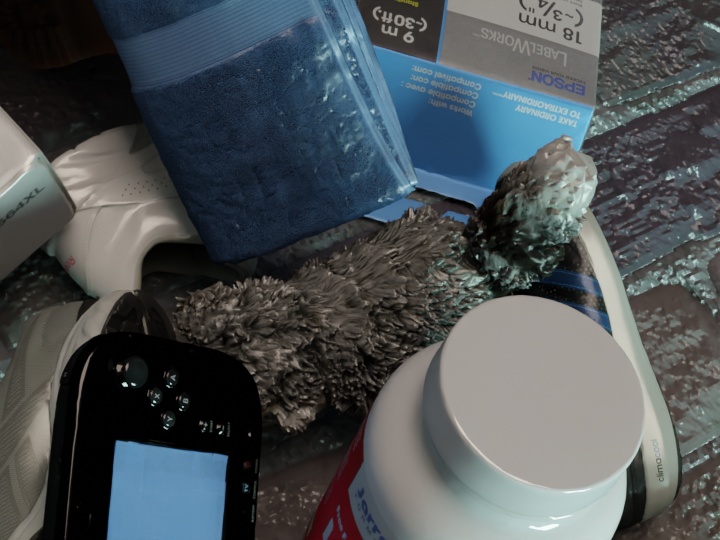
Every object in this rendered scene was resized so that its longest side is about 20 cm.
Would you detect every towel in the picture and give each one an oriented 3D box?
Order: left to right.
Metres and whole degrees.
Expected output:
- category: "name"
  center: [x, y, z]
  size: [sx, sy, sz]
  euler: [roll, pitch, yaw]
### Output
- category: "towel"
  center: [-0.054, -0.104, 0.747]
  size: [0.110, 0.202, 0.049]
  euler: [-22, 24, 0]

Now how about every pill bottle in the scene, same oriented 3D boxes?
- category: "pill bottle"
  center: [0.044, 0.100, 0.701]
  size: [0.111, 0.201, 0.113]
  euler: [8, 54, -12]

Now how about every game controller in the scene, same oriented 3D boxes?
- category: "game controller"
  center: [-0.087, 0.129, 0.687]
  size: [0.103, 0.042, 0.203]
  euler: [12, 76, -36]

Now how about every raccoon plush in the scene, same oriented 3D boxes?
- category: "raccoon plush"
  center: [0.000, 0.000, 0.764]
  size: [0.133, 0.201, 0.097]
  euler: [1, 41, -41]

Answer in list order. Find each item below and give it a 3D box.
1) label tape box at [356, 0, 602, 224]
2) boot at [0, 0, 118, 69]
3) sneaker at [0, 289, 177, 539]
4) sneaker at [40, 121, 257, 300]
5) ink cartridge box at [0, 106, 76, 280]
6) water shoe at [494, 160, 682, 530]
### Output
- category: "label tape box"
  center: [0.060, -0.116, 0.936]
  size: [0.142, 0.064, 0.202]
  euler: [15, 54, -8]
- category: "boot"
  center: [-0.095, -0.151, 0.854]
  size: [0.198, 0.076, 0.107]
  euler: [9, 29, 42]
- category: "sneaker"
  center: [-0.141, 0.104, 0.729]
  size: [0.078, 0.074, 0.202]
  euler: [-2, 59, 32]
- category: "sneaker"
  center: [-0.071, -0.045, 0.844]
  size: [0.199, 0.078, 0.100]
  euler: [-36, 83, -19]
- category: "ink cartridge box"
  center: [-0.250, -0.059, 0.756]
  size: [0.146, 0.084, 0.200]
  euler: [-41, 76, -9]
- category: "water shoe"
  center: [0.095, 0.035, 0.838]
  size: [0.078, 0.072, 0.202]
  euler: [-14, 66, -15]
